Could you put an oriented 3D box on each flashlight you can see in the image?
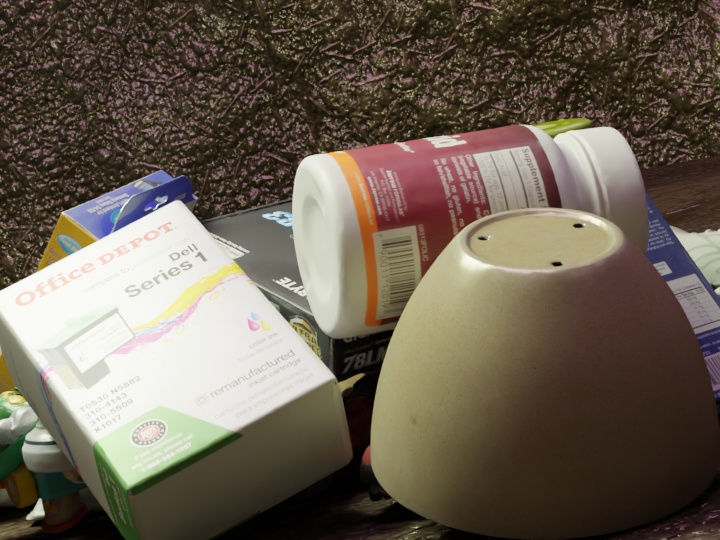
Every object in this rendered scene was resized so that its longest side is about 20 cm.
[{"bbox_3d":[-0.014,0.105,1.496,0.068,0.068,0.200,-8,8,29],"label":"flashlight"}]

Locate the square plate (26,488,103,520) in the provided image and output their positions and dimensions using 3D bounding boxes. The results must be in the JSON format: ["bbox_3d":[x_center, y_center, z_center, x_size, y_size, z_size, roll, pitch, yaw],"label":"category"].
[{"bbox_3d":[-0.128,0.134,1.632,0.200,0.028,0.198,-10,6,7],"label":"square plate"}]

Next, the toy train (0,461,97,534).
[{"bbox_3d":[-0.147,0.133,1.516,0.200,0.056,0.150,-7,13,23],"label":"toy train"}]

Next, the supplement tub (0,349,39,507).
[{"bbox_3d":[-0.328,0.113,1.659,0.200,0.141,0.140,-8,7,23],"label":"supplement tub"}]

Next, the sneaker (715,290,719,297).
[{"bbox_3d":[0.185,0.056,1.542,0.200,0.079,0.079,-5,7,-13],"label":"sneaker"}]

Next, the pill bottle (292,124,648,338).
[{"bbox_3d":[0.067,-0.028,1.377,0.200,0.114,0.114,-9,5,-15],"label":"pill bottle"}]

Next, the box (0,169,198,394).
[{"bbox_3d":[-0.184,0.013,1.545,0.041,0.200,0.119,35,30,16],"label":"box"}]

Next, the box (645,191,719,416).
[{"bbox_3d":[0.171,0.015,1.467,0.121,0.200,0.032,-15,-27,-34],"label":"box"}]

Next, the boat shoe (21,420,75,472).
[{"bbox_3d":[-0.141,0.074,1.487,0.200,0.067,0.074,-21,15,-37],"label":"boat shoe"}]

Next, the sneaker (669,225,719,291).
[{"bbox_3d":[0.285,-0.004,1.640,0.075,0.081,0.200,9,13,-34],"label":"sneaker"}]

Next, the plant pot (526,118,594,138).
[{"bbox_3d":[0.132,-0.013,1.732,0.200,0.193,0.200,-11,5,1],"label":"plant pot"}]

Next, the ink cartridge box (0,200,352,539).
[{"bbox_3d":[-0.120,0.066,1.380,0.145,0.084,0.200,-28,47,-17],"label":"ink cartridge box"}]

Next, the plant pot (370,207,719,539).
[{"bbox_3d":[0.102,0.043,1.259,0.200,0.135,0.200,-3,23,1],"label":"plant pot"}]

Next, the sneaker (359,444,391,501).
[{"bbox_3d":[0.064,0.083,1.409,0.071,0.098,0.200,-4,11,40],"label":"sneaker"}]

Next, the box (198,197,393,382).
[{"bbox_3d":[0.000,0.000,1.518,0.198,0.050,0.200,-15,26,-35],"label":"box"}]

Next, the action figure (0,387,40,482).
[{"bbox_3d":[-0.273,0.128,1.477,0.200,0.055,0.118,-38,20,-15],"label":"action figure"}]

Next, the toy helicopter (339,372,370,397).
[{"bbox_3d":[-0.047,0.044,1.658,0.200,0.132,0.079,-19,-18,13],"label":"toy helicopter"}]
